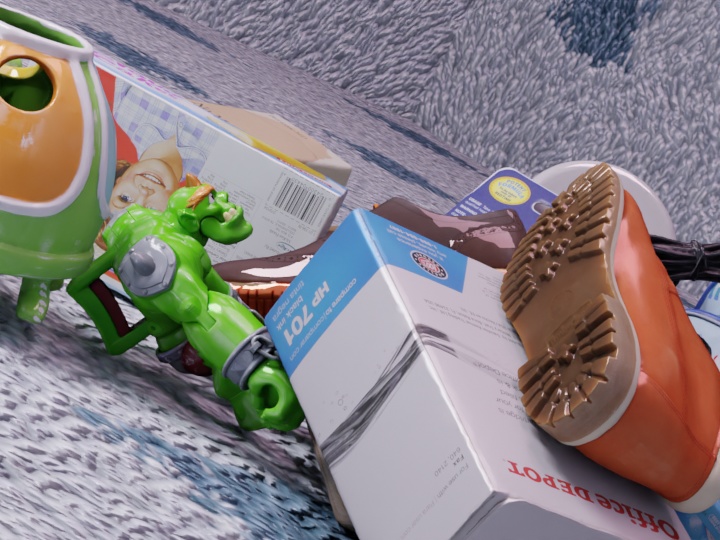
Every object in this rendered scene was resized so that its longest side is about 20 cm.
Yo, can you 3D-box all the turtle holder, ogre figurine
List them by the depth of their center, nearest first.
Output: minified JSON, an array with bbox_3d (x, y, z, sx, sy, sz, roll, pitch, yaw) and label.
[{"bbox_3d":[-0.181,-0.063,1.388,0.140,0.132,0.185,22,10,11],"label":"turtle holder"},{"bbox_3d":[-0.082,0.021,1.428,0.120,0.098,0.200,45,19,-14],"label":"ogre figurine"}]

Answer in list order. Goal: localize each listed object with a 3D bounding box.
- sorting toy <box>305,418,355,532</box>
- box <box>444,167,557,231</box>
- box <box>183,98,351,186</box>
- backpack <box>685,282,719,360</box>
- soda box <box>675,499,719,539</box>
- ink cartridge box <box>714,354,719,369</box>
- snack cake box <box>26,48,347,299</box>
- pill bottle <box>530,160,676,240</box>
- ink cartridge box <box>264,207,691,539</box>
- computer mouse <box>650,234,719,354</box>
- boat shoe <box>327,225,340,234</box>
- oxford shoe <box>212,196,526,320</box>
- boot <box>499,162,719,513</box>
[{"bbox_3d":[0.058,0.117,1.423,0.185,0.037,0.200,26,13,-20],"label":"sorting toy"},{"bbox_3d":[0.061,0.026,1.618,0.121,0.200,0.032,33,-31,34],"label":"box"},{"bbox_3d":[-0.111,-0.064,1.842,0.095,0.078,0.200,35,19,37],"label":"box"},{"bbox_3d":[0.248,0.097,1.701,0.147,0.201,0.183,22,10,-42],"label":"backpack"},{"bbox_3d":[0.144,0.105,1.458,0.068,0.064,0.200,51,7,-11],"label":"soda box"},{"bbox_3d":[0.266,0.156,1.577,0.199,0.146,0.084,25,8,-18],"label":"ink cartridge box"},{"bbox_3d":[-0.121,-0.043,1.623,0.199,0.115,0.067,29,7,0],"label":"snack cake box"},{"bbox_3d":[0.127,0.008,1.776,0.113,0.114,0.200,28,-16,-2],"label":"pill bottle"},{"bbox_3d":[0.057,0.081,1.305,0.146,0.086,0.200,24,29,-37],"label":"ink cartridge box"},{"bbox_3d":[0.192,0.069,1.605,0.140,0.201,0.046,-3,17,-12],"label":"computer mouse"},{"bbox_3d":[-0.050,0.007,1.692,0.199,0.071,0.070,13,29,2],"label":"boat shoe"},{"bbox_3d":[0.000,0.000,1.574,0.199,0.073,0.071,-1,-26,-5],"label":"oxford shoe"},{"bbox_3d":[0.128,0.033,1.318,0.107,0.075,0.200,35,30,-24],"label":"boot"}]
